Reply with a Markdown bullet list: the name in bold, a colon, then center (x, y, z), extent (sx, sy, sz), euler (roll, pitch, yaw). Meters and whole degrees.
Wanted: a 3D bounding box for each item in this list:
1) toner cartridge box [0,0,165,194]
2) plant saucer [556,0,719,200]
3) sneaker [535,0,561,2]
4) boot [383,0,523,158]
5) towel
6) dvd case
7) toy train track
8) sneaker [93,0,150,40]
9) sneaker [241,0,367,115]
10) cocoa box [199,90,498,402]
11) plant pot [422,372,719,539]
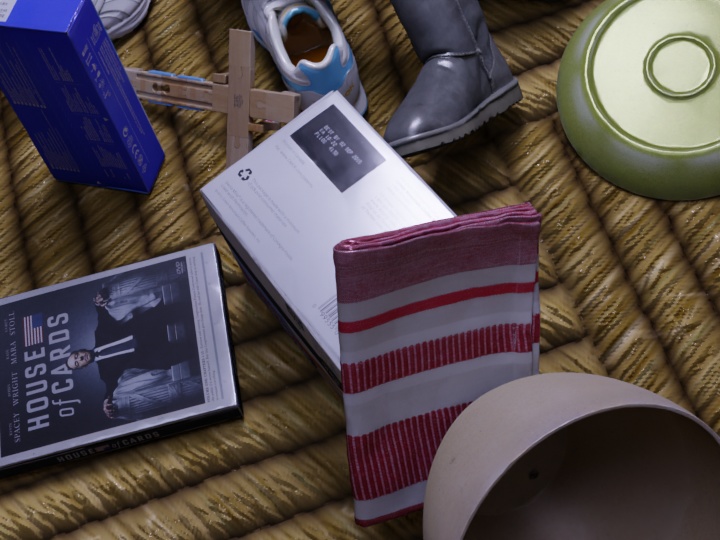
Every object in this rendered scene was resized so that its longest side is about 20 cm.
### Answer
- **toner cartridge box**: center (-0.231, -0.141, 1.066), extent (0.094, 0.201, 0.044), euler (10, 60, 17)
- **plant saucer**: center (0.252, -0.154, 1.055), extent (0.197, 0.031, 0.203), euler (-5, 68, 13)
- **sneaker**: center (0.087, -0.287, 1.139), extent (0.197, 0.114, 0.077), euler (12, 72, 21)
- **boot**: center (0.040, -0.200, 1.034), extent (0.072, 0.202, 0.182), euler (-12, 16, 36)
- **towel**: center (0.055, 0.064, 0.874), extent (0.142, 0.203, 0.023), euler (-13, 24, -20)
- **dvd case**: center (-0.196, 0.068, 1.037), extent (0.197, 0.025, 0.152), euler (-14, 57, 2)
- **toy train track**: center (-0.127, -0.150, 1.138), extent (0.198, 0.116, 0.032), euler (13, 18, 31)
- **sneaker**: center (-0.254, -0.242, 1.192), extent (0.077, 0.100, 0.201), euler (22, 66, 23)
- **sneaker**: center (-0.052, -0.212, 1.143), extent (0.076, 0.081, 0.201), euler (-27, 54, -4)
- **cocoa box**: center (0.000, 0.000, 0.973), extent (0.133, 0.132, 0.200), euler (-36, 59, -9)
- **plant pot**: center (0.118, 0.146, 0.846), extent (0.199, 0.202, 0.134), euler (-31, 29, -8)
